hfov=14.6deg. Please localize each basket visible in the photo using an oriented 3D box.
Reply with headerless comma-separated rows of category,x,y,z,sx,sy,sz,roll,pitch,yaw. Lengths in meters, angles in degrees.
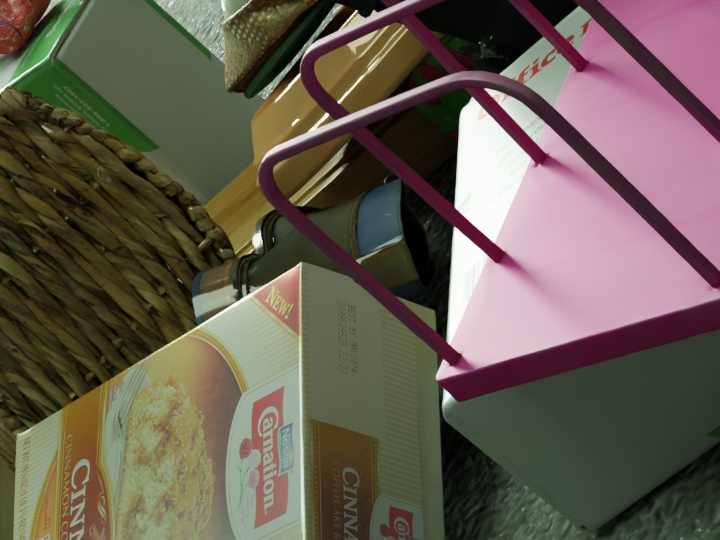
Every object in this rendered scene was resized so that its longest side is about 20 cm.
basket,-0.141,0.015,1.336,0.143,0.200,0.149,-46,7,-12

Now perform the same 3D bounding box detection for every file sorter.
file sorter,0.072,-0.083,0.945,0.139,0.125,0.200,-18,38,47

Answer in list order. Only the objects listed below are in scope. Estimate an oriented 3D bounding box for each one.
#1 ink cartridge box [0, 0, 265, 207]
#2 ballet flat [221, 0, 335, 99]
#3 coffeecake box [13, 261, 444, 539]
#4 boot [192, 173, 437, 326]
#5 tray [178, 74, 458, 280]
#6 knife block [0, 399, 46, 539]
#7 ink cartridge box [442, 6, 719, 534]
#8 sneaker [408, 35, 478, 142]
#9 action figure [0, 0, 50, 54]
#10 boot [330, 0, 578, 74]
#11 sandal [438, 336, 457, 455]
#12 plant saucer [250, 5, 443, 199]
ink cartridge box,-0.158,-0.064,1.585,0.200,0.146,0.084,-26,30,47
ballet flat,-0.026,-0.151,1.319,0.071,0.065,0.200,-51,6,-40
coffeecake box,-0.057,0.110,1.127,0.200,0.073,0.154,-31,51,42
boot,0.000,0.000,1.262,0.097,0.075,0.200,-19,8,17
tray,-0.017,-0.048,1.428,0.200,0.037,0.099,-40,24,25
knife block,-0.183,0.035,1.426,0.200,0.175,0.064,-43,15,20
ink cartridge box,0.110,-0.024,1.057,0.145,0.084,0.200,-39,25,28
sneaker,0.099,-0.133,1.276,0.200,0.077,0.084,-30,27,37
action figure,-0.245,-0.141,1.562,0.200,0.099,0.065,-26,29,43
boot,0.090,-0.162,1.168,0.073,0.162,0.199,-119,50,-77
sandal,-0.013,0.065,1.204,0.200,0.055,0.082,-24,34,51
plant saucer,0.013,-0.116,1.309,0.200,0.037,0.200,-49,5,6
